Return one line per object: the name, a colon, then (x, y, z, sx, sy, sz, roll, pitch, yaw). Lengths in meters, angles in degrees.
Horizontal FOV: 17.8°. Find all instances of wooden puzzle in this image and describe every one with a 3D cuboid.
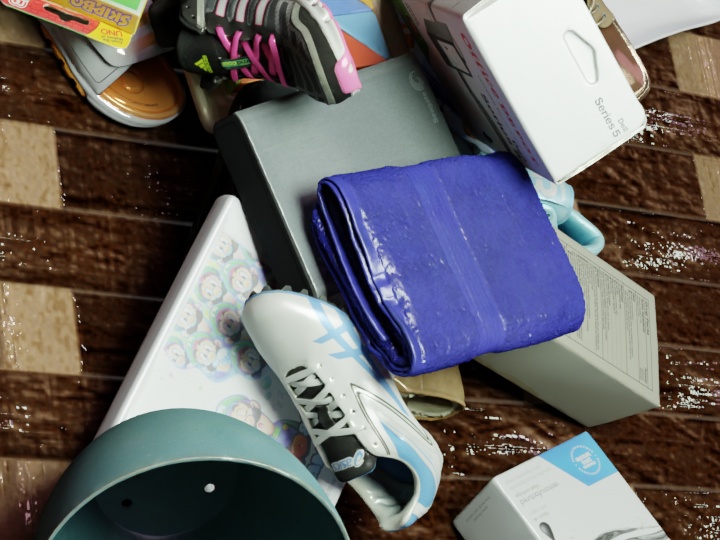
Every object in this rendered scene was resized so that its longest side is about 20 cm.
wooden puzzle: (-0.056, -0.200, 1.692, 0.200, 0.037, 0.185, -10, 74, -32)

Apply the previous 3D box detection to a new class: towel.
towel: (0.060, -0.005, 1.582, 0.200, 0.050, 0.148, -12, 74, -46)

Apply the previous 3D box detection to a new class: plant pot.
plant pot: (-0.114, 0.165, 1.438, 0.200, 0.200, 0.135, 30, 18, -26)

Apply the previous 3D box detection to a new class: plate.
plate: (0.219, -0.288, 2.031, 0.199, 0.032, 0.200, -23, 85, -43)

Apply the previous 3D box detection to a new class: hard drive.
hard drive: (-0.003, -0.066, 1.613, 0.200, 0.033, 0.140, -24, 90, -48)

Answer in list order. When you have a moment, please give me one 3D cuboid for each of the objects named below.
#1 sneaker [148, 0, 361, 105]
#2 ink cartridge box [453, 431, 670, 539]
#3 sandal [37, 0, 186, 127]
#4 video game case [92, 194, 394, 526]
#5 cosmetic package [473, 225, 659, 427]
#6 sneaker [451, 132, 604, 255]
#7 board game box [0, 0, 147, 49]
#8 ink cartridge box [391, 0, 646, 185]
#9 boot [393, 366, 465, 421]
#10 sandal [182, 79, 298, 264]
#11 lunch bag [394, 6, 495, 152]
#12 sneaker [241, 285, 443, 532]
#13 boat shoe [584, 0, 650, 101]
sneaker: (-0.077, -0.154, 1.565, 0.087, 0.200, 0.074, -33, 133, -19)
ink cartridge box: (0.176, 0.228, 1.676, 0.116, 0.067, 0.200, -21, 67, -44)
sandal: (-0.191, -0.192, 1.620, 0.207, 0.059, 0.079, 52, 46, -7)
video game case: (-0.069, 0.080, 1.562, 0.182, 0.024, 0.200, 38, 66, -28)
cosmetic package: (0.144, 0.034, 1.745, 0.200, 0.073, 0.104, 33, 48, -43)
sneaker: (0.118, -0.061, 1.765, 0.200, 0.082, 0.074, 36, 39, -44)
board game box: (-0.181, -0.241, 1.614, 0.095, 0.030, 0.200, 21, 50, -6)
ink cartridge box: (0.110, -0.159, 1.667, 0.084, 0.200, 0.146, -34, 109, -5)
boot: (0.000, 0.000, 1.681, 0.175, 0.066, 0.200, 11, 64, -36)
sandal: (-0.077, -0.038, 1.608, 0.075, 0.048, 0.201, 13, 83, -29)
lunch bag: (0.078, -0.176, 1.829, 0.200, 0.076, 0.160, 44, 50, -13)
sneaker: (-0.012, 0.092, 1.540, 0.200, 0.072, 0.073, 52, 33, -23)
boat shoe: (0.167, -0.213, 1.907, 0.200, 0.072, 0.076, 45, 84, -5)
